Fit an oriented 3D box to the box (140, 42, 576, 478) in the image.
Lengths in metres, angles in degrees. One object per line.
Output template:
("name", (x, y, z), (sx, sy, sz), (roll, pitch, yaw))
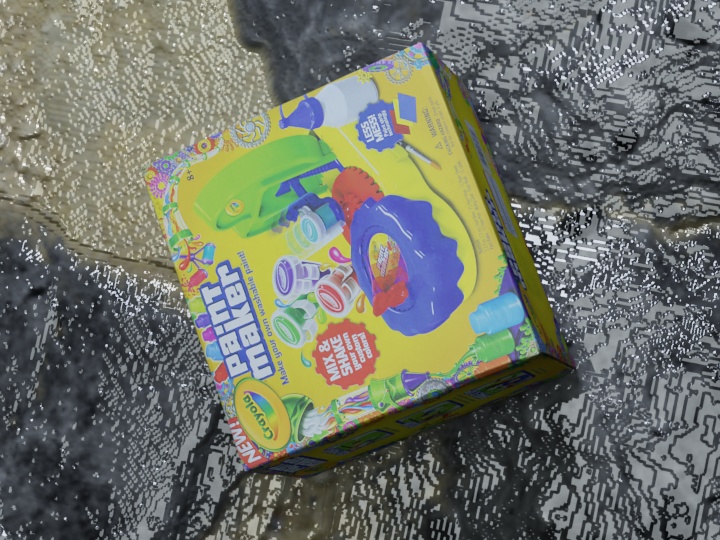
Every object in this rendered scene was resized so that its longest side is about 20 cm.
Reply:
("box", (0.000, 0.000, 1.193), (0.192, 0.122, 0.200), (-24, 77, 12))
